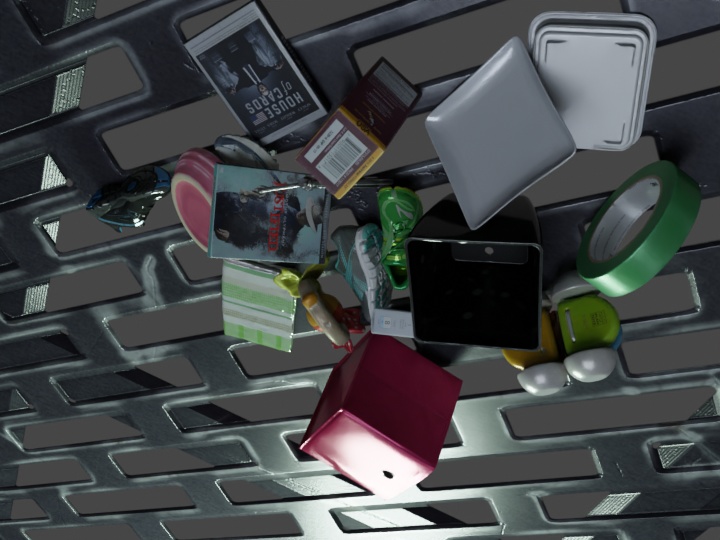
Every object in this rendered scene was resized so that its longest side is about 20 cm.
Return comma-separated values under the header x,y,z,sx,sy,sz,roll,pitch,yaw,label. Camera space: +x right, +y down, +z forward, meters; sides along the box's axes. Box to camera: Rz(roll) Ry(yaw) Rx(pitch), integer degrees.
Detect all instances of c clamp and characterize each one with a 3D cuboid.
x,y,z,sx,sy,sz,roll,pitch,yaw,label
-0.039,-0.136,1.311,0.169,0.200,0.027,-2,95,19,c clamp

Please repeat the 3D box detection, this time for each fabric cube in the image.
x,y,z,sx,sy,sz,roll,pitch,yaw,label
0.037,0.264,1.568,0.198,0.201,0.196,32,140,-9,fabric cube

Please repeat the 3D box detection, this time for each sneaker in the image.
x,y,z,sx,sy,sz,roll,pitch,yaw,label
0.068,-0.051,1.392,0.073,0.084,0.202,-3,132,9,sneaker
0.000,0.000,1.483,0.090,0.078,0.202,12,128,30,sneaker
-0.165,-0.136,1.391,0.200,0.087,0.077,42,155,-15,sneaker
-0.391,-0.124,1.510,0.198,0.074,0.082,-13,134,36,sneaker

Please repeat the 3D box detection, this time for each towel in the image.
x,y,z,sx,sy,sz,roll,pitch,yaw,label
-0.190,0.061,1.613,0.147,0.031,0.202,16,132,9,towel

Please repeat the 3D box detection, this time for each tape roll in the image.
x,y,z,sx,sy,sz,roll,pitch,yaw,label
0.389,-0.060,1.211,0.048,0.201,0.201,34,130,-9,tape roll

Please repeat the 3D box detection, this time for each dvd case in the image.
x,y,z,sx,sy,sz,roll,pitch,yaw,label
-0.158,-0.298,1.318,0.149,0.025,0.201,-20,118,31,dvd case
-0.142,-0.087,1.364,0.198,0.022,0.148,4,94,-29,dvd case

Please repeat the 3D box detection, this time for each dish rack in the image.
x,y,z,sx,sy,sz,roll,pitch,yaw,label
0.313,-0.253,1.189,0.169,0.044,0.202,6,129,13,dish rack

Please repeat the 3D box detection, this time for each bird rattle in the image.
x,y,z,sx,sy,sz,roll,pitch,yaw,label
-0.066,0.073,1.483,0.112,0.163,0.202,-26,109,3,bird rattle

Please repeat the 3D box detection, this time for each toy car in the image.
x,y,z,sx,sy,sz,roll,pitch,yaw,label
0.339,0.109,1.408,0.198,0.177,0.149,-23,152,31,toy car

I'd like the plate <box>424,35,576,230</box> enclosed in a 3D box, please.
x,y,z,sx,sy,sz,roll,pitch,yaw,label
0.197,-0.191,1.213,0.032,0.202,0.199,2,148,-45,plate

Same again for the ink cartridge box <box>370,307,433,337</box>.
x,y,z,sx,sy,sz,roll,pitch,yaw,label
0.129,0.096,1.456,0.197,0.160,0.048,4,86,13,ink cartridge box

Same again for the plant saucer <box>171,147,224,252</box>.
x,y,z,sx,sy,sz,roll,pitch,yaw,label
-0.251,-0.102,1.425,0.200,0.051,0.202,34,142,32,plant saucer

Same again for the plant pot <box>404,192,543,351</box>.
x,y,z,sx,sy,sz,roll,pitch,yaw,label
0.189,-0.015,1.327,0.197,0.178,0.201,4,129,16,plant pot

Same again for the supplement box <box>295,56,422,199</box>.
x,y,z,sx,sy,sz,roll,pitch,yaw,label
0.001,-0.207,1.219,0.086,0.201,0.110,41,127,-9,supplement box
